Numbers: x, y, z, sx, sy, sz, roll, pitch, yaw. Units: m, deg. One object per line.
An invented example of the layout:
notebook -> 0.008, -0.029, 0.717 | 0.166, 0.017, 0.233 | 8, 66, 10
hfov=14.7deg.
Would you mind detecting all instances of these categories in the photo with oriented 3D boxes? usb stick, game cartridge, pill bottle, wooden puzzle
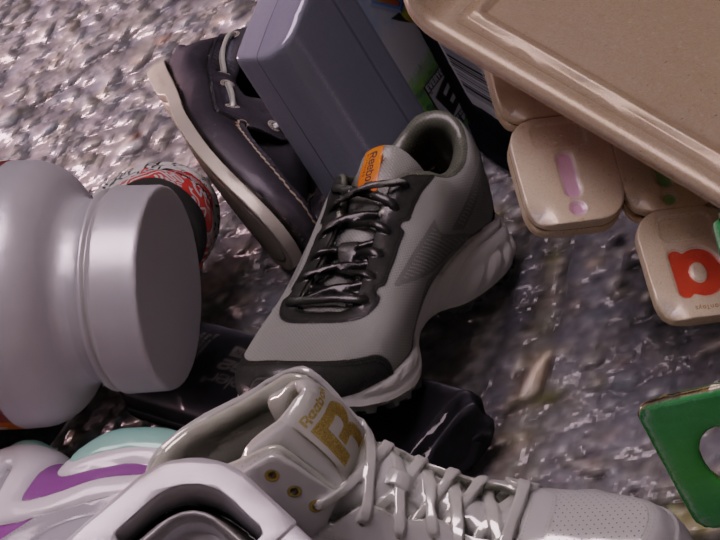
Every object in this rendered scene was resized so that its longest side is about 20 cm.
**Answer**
usb stick -> -0.027, 0.057, 1.173 | 0.199, 0.033, 0.056 | 13, 56, 46
game cartridge -> 0.027, -0.126, 1.280 | 0.040, 0.134, 0.200 | -3, 42, 46
pill bottle -> -0.173, 0.012, 1.167 | 0.199, 0.113, 0.113 | -3, 40, 16
wooden puzzle -> 0.145, -0.107, 1.080 | 0.200, 0.037, 0.185 | 35, 63, 22

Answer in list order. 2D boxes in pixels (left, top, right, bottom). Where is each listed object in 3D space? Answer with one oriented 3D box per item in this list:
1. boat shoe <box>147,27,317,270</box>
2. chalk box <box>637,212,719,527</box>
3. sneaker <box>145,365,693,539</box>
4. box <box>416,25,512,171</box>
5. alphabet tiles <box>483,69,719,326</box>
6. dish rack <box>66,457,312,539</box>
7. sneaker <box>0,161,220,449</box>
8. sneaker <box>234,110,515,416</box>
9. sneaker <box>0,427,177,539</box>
boat shoe -> -0.049, -0.066, 1.316 | 0.063, 0.073, 0.200 | -34, 29, -1
chalk box -> 0.197, 0.039, 0.942 | 0.199, 0.125, 0.124 | -23, 34, 12
sneaker -> 0.015, 0.089, 1.024 | 0.199, 0.116, 0.074 | -10, 36, 26
box -> 0.121, -0.151, 1.224 | 0.200, 0.148, 0.104 | -36, 29, -10
alphabet tiles -> 0.151, -0.067, 1.110 | 0.199, 0.015, 0.197 | -7, 59, -12
dish rack -> -0.050, 0.180, 0.959 | 0.172, 0.044, 0.200 | -42, 65, -17
sneaker -> -0.141, 0.029, 1.278 | 0.201, 0.067, 0.108 | -44, 5, 12
sneaker -> 0.000, 0.000, 1.139 | 0.074, 0.080, 0.200 | 0, 27, 25
sneaker -> -0.157, 0.135, 1.130 | 0.199, 0.078, 0.140 | -12, 37, 26
